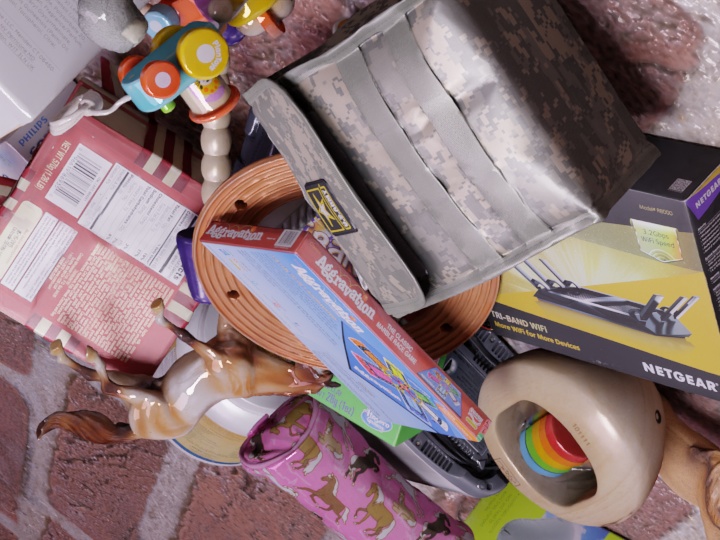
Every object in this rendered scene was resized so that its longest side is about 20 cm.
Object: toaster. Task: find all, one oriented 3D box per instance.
[{"bbox_3d":[0.052,0.096,1.489,0.200,0.114,0.129,44,160,-21],"label":"toaster"}]

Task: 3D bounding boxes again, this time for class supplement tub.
[{"bbox_3d":[-0.095,0.079,1.626,0.145,0.145,0.200,40,156,-3],"label":"supplement tub"}]

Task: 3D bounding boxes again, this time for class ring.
[{"bbox_3d":[-0.009,-0.007,1.244,0.200,0.019,0.201,4,136,4],"label":"ring"}]

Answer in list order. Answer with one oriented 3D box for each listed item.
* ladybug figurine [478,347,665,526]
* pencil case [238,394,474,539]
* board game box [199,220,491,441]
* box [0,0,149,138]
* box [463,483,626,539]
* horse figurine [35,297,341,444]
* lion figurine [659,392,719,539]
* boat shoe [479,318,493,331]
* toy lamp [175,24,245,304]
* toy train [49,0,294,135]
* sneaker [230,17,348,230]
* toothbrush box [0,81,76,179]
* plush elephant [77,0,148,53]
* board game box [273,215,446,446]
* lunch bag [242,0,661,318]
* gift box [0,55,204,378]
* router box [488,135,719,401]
[{"bbox_3d":[0.149,0.107,1.320,0.136,0.072,0.200,53,158,0],"label":"ladybug figurine"},{"bbox_3d":[0.001,0.175,1.470,0.083,0.087,0.200,-34,117,27],"label":"pencil case"},{"bbox_3d":[-0.008,0.039,1.228,0.103,0.019,0.200,9,149,51],"label":"board game box"},{"bbox_3d":[-0.208,-0.185,1.247,0.106,0.200,0.152,47,155,-14],"label":"box"},{"bbox_3d":[0.167,0.267,1.609,0.200,0.122,0.048,24,151,30],"label":"box"},{"bbox_3d":[-0.130,0.073,1.350,0.133,0.200,0.050,48,-159,-35],"label":"horse figurine"},{"bbox_3d":[0.229,0.132,1.346,0.200,0.072,0.123,29,148,32],"label":"lion figurine"},{"bbox_3d":[0.085,0.018,1.362,0.201,0.063,0.074,22,147,30],"label":"boat shoe"},{"bbox_3d":[-0.101,-0.077,1.332,0.058,0.058,0.201,12,107,46],"label":"toy lamp"},{"bbox_3d":[-0.104,-0.137,1.197,0.150,0.200,0.056,-22,115,37],"label":"toy train"},{"bbox_3d":[-0.042,-0.083,1.270,0.079,0.078,0.200,49,116,7],"label":"sneaker"},{"bbox_3d":[-0.230,-0.056,1.657,0.200,0.085,0.146,47,155,-15],"label":"toothbrush box"},{"bbox_3d":[-0.080,-0.219,1.081,0.154,0.201,0.165,10,164,8],"label":"plush elephant"},{"bbox_3d":[0.000,0.000,1.342,0.153,0.040,0.201,29,120,24],"label":"board game box"},{"bbox_3d":[0.036,-0.073,1.095,0.200,0.118,0.164,-29,99,39],"label":"lunch bag"},{"bbox_3d":[-0.195,-0.045,1.455,0.200,0.185,0.187,37,-174,-9],"label":"gift box"},{"bbox_3d":[0.150,-0.012,1.192,0.200,0.052,0.158,15,138,43],"label":"router box"}]
